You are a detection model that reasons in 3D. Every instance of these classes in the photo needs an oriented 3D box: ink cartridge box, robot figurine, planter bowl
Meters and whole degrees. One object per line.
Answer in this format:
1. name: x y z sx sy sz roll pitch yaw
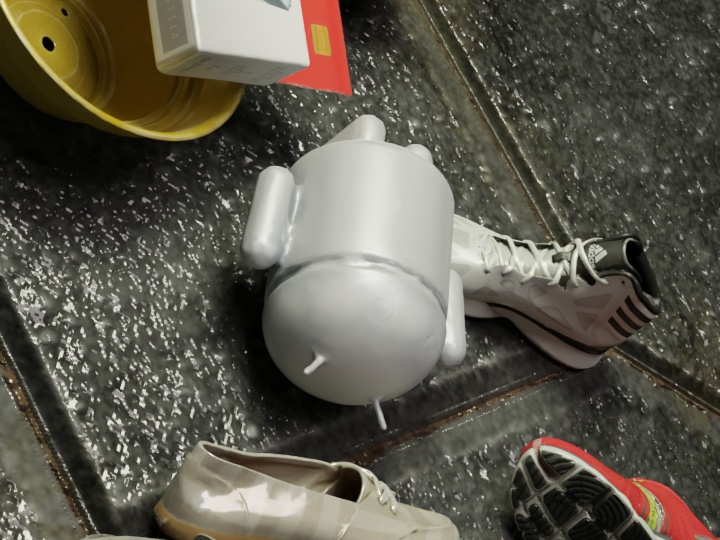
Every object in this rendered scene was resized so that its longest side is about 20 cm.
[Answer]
1. ink cartridge box: -0.063 -0.215 1.120 0.176 0.045 0.201 1 77 -48
2. robot figurine: 0.000 0.000 1.119 0.169 0.113 0.200 27 47 -24
3. planter bowl: -0.168 -0.153 1.089 0.200 0.083 0.201 27 49 -37

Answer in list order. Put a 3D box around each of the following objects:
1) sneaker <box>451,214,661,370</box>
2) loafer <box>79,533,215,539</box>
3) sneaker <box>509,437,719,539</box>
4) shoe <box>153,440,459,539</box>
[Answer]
1. sneaker: 0.123 -0.011 1.236 0.200 0.115 0.076 27 48 -26
2. loafer: -0.081 0.176 0.951 0.200 0.070 0.070 10 41 -38
3. sneaker: 0.173 0.167 1.203 0.200 0.077 0.085 39 32 -24
4. shoe: -0.020 0.136 1.033 0.200 0.054 0.070 12 10 -33
